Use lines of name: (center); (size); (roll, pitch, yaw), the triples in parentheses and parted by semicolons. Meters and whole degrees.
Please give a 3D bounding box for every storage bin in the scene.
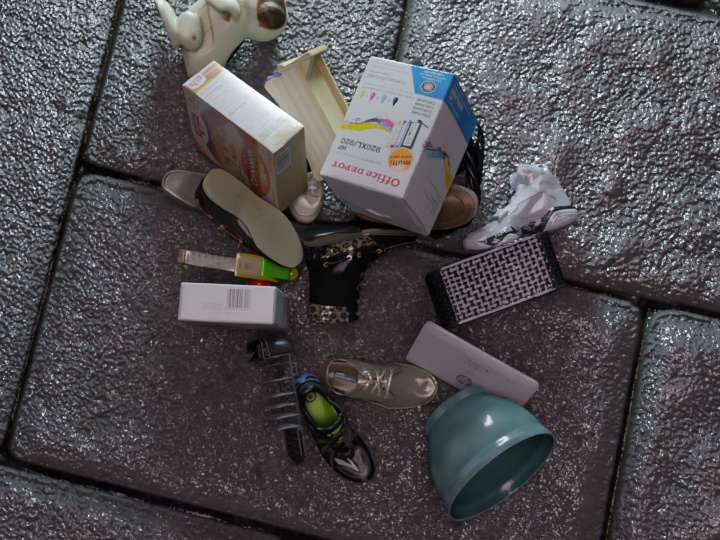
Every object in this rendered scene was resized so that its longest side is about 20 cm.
storage bin: (0.210, 0.018, 1.394); (0.198, 0.135, 0.095); (-20, 84, -1)

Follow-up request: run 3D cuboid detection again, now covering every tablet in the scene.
tablet: (0.172, 0.160, 1.391); (0.198, 0.131, 0.014); (30, 55, 5)

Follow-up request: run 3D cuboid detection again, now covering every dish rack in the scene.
dish rack: (-0.129, 0.206, 1.381); (0.054, 0.153, 0.203); (-9, 85, -15)

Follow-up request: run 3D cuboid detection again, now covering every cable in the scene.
cable: (0.117, -0.150, 1.418); (0.161, 0.051, 0.203); (6, 105, 10)

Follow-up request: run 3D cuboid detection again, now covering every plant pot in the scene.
plant pot: (0.180, 0.266, 1.356); (0.199, 0.201, 0.135); (-36, 58, -3)

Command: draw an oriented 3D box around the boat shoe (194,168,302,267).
boat shoe: (-0.175, -0.076, 1.396); (0.201, 0.063, 0.074); (41, 57, -11)

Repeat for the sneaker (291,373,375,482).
sneaker: (-0.046, 0.258, 1.395); (0.070, 0.083, 0.201); (-32, 99, -3)

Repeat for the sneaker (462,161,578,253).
sneaker: (0.249, -0.103, 1.440); (0.197, 0.075, 0.116); (-18, 83, -6)

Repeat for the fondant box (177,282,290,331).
fondant box: (-0.190, 0.059, 1.368); (0.142, 0.200, 0.059); (3, 82, 2)

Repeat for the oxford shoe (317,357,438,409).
oxford shoe: (0.027, 0.182, 1.423); (0.197, 0.058, 0.076); (10, 82, 1)

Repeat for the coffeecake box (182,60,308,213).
coffeecake box: (-0.180, -0.210, 1.393); (0.199, 0.154, 0.073); (38, 65, 20)

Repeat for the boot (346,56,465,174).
boot: (0.083, -0.225, 1.467); (0.164, 0.066, 0.201); (-32, 94, 11)

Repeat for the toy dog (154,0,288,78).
toy dog: (-0.216, -0.409, 1.455); (0.198, 0.140, 0.196); (-23, 97, -1)

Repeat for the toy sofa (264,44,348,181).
toy sofa: (-0.062, -0.252, 1.422); (0.097, 0.083, 0.202); (-24, 101, 26)

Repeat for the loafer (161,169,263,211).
loafer: (-0.237, -0.126, 1.455); (0.197, 0.070, 0.071); (14, 84, 3)

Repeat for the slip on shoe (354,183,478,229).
slip on shoe: (0.085, -0.101, 1.390); (0.197, 0.061, 0.077); (8, 110, 18)

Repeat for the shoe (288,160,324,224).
shoe: (-0.094, -0.180, 1.465); (0.069, 0.053, 0.203); (0, 84, 2)

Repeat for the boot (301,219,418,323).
boot: (-0.001, 0.000, 1.439); (0.201, 0.073, 0.156); (-6, 107, -24)

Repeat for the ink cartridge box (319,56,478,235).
ink cartridge box: (0.059, -0.183, 1.311); (0.146, 0.145, 0.202); (18, 79, 26)

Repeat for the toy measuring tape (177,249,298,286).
toy measuring tape: (-0.198, -0.006, 1.431); (0.197, 0.074, 0.075); (8, 84, -15)
